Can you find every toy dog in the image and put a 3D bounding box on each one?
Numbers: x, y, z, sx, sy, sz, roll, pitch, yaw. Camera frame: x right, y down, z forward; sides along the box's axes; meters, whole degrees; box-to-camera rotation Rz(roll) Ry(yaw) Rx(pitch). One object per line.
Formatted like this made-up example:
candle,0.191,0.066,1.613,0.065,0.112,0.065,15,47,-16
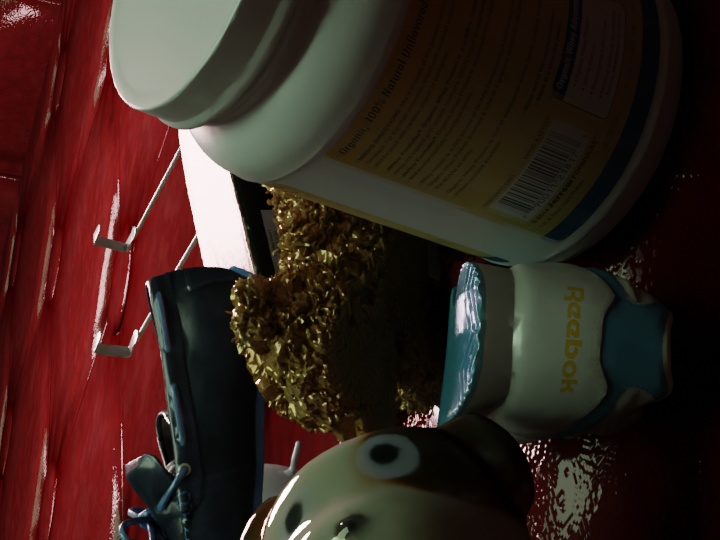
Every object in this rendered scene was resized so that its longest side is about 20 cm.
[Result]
toy dog,0.039,0.148,0.489,0.201,0.139,0.194,65,-161,1

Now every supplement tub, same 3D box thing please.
supplement tub,0.015,-0.092,0.582,0.144,0.199,0.146,-29,53,47

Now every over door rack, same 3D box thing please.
over door rack,-0.154,-0.032,1.252,0.200,0.066,0.148,-44,36,29

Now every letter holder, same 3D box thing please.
letter holder,-0.042,-0.007,0.843,0.142,0.100,0.201,125,135,-55

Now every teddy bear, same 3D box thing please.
teddy bear,0.000,0.000,0.680,0.066,0.145,0.201,-13,48,34

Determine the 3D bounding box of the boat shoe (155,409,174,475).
boat shoe,-0.126,0.171,1.121,0.200,0.068,0.074,-109,33,-53

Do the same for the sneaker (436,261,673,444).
sneaker,0.073,0.041,0.594,0.200,0.080,0.077,90,-175,-85

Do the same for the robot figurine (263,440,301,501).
robot figurine,-0.066,0.197,0.863,0.170,0.112,0.201,-107,31,-50

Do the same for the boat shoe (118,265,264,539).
boat shoe,-0.085,0.100,0.717,0.084,0.068,0.202,129,143,-70
